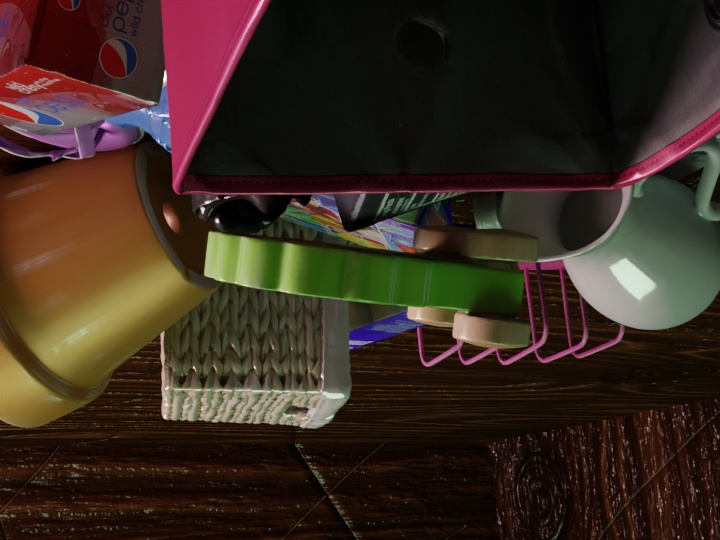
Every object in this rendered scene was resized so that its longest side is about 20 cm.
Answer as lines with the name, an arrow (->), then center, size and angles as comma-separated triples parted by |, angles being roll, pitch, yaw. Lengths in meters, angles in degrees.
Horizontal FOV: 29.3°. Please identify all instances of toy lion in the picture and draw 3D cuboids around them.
toy lion -> 0.000, 0.000, 0.834 | 0.189, 0.070, 0.200 | 6, -178, -10

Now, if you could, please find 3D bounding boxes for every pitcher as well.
pitcher -> 0.229, -0.036, 1.073 | 0.171, 0.122, 0.199 | -27, 148, 28

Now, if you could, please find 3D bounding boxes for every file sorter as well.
file sorter -> 0.167, 0.031, 1.476 | 0.198, 0.127, 0.139 | -1, 166, -18

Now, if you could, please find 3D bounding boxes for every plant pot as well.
plant pot -> -0.213, -0.006, 1.064 | 0.182, 0.202, 0.200 | -25, 162, 15

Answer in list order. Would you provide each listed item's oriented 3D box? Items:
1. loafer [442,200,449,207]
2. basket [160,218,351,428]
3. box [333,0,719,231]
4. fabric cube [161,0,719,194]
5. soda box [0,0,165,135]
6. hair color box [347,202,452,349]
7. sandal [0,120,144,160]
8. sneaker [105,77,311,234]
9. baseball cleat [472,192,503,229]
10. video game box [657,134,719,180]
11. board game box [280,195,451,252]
loafer -> 0.028, -0.095, 1.037 | 0.072, 0.073, 0.200 | 27, 173, 22
basket -> -0.098, 0.034, 1.222 | 0.159, 0.202, 0.198 | -1, 167, -9
box -> 0.075, -0.125, 0.701 | 0.196, 0.124, 0.200 | -18, 169, -11
fabric cube -> 0.036, -0.150, 0.483 | 0.198, 0.202, 0.196 | -1, 166, -16
soda box -> -0.165, -0.116, 0.725 | 0.069, 0.064, 0.199 | 15, 173, -28
hair color box -> 0.010, 0.008, 1.350 | 0.064, 0.111, 0.199 | 4, 164, -34
sandal -> -0.218, -0.098, 0.930 | 0.082, 0.050, 0.202 | -8, 169, 22
sneaker -> -0.100, -0.075, 0.869 | 0.076, 0.113, 0.199 | -15, -171, -42
baseball cleat -> 0.161, -0.054, 1.232 | 0.105, 0.071, 0.200 | -2, 166, -16
video game box -> 0.207, -0.114, 1.044 | 0.198, 0.047, 0.182 | 0, 169, -24
board game box -> -0.035, -0.060, 1.017 | 0.198, 0.035, 0.135 | 19, 171, 13
